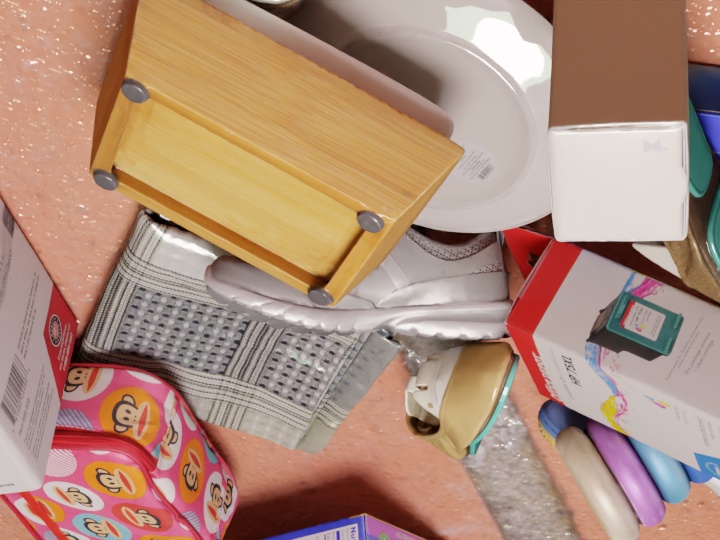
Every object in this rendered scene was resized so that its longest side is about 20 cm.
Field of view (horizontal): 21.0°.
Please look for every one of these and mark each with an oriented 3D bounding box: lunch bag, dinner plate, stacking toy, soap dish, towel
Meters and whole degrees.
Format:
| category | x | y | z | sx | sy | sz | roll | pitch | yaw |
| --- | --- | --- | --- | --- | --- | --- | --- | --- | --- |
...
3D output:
| category | x | y | z | sx | sy | sz | roll | pitch | yaw |
| --- | --- | --- | --- | --- | --- | --- | --- | --- | --- |
| lunch bag | -0.194 | 0.141 | 1.386 | 0.175 | 0.082 | 0.200 | 2 | 146 | 22 |
| dinner plate | 0.039 | -0.091 | 1.126 | 0.199 | 0.024 | 0.201 | 14 | 139 | 12 |
| stacking toy | 0.229 | 0.093 | 1.259 | 0.199 | 0.086 | 0.086 | -31 | 131 | 0 |
| soap dish | -0.057 | -0.069 | 1.102 | 0.199 | 0.082 | 0.157 | 29 | 152 | -5 |
| towel | -0.082 | 0.051 | 1.320 | 0.199 | 0.035 | 0.193 | 17 | 136 | -14 |

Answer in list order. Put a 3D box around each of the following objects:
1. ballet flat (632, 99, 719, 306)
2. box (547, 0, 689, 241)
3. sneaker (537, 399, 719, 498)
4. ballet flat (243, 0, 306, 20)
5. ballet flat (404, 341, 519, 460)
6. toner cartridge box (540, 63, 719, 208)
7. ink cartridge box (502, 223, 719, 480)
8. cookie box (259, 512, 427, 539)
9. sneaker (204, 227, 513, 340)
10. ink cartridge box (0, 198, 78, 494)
| category | x | y | z | sx | sy | sz | roll | pitch | yaw |
| --- | --- | --- | --- | --- | --- | --- | --- | --- | --- |
| ballet flat | 0.178 | -0.040 | 1.113 | 0.072 | 0.068 | 0.200 | -1 | 144 | 38 |
| box | 0.133 | -0.112 | 0.995 | 0.068 | 0.201 | 0.083 | -1 | 135 | 9 |
| sneaker | 0.222 | 0.100 | 1.329 | 0.198 | 0.075 | 0.089 | 11 | 120 | -9 |
| ballet flat | -0.046 | -0.191 | 1.027 | 0.068 | 0.068 | 0.201 | 12 | 138 | -3 |
| ballet flat | 0.059 | 0.086 | 1.281 | 0.063 | 0.069 | 0.200 | 21 | 162 | 3 |
| toner cartridge box | 0.211 | -0.071 | 1.149 | 0.198 | 0.043 | 0.095 | 7 | 137 | -2 |
| ink cartridge box | 0.163 | 0.051 | 1.187 | 0.199 | 0.067 | 0.116 | 25 | 163 | 27 |
| cookie box | -0.039 | 0.255 | 1.472 | 0.199 | 0.076 | 0.171 | -17 | 154 | 24 |
| sneaker | 0.000 | 0.000 | 1.227 | 0.198 | 0.083 | 0.075 | 4 | 176 | -13 |
| ink cartridge box | -0.264 | 0.028 | 1.232 | 0.083 | 0.145 | 0.201 | -8 | 136 | 15 |
